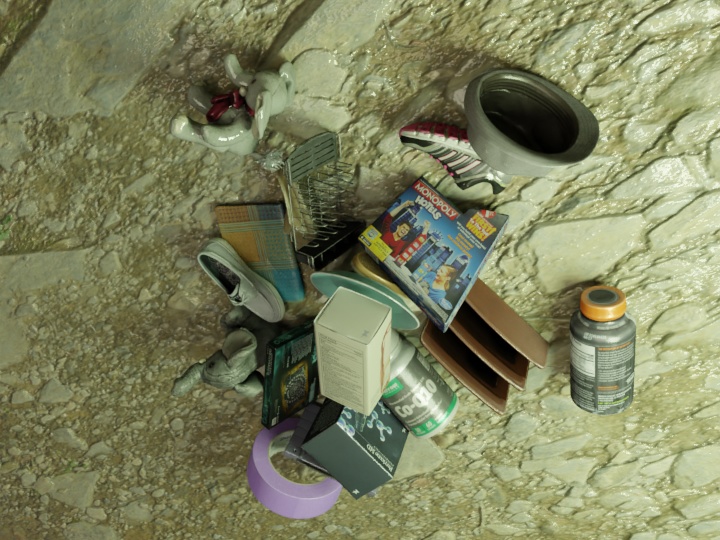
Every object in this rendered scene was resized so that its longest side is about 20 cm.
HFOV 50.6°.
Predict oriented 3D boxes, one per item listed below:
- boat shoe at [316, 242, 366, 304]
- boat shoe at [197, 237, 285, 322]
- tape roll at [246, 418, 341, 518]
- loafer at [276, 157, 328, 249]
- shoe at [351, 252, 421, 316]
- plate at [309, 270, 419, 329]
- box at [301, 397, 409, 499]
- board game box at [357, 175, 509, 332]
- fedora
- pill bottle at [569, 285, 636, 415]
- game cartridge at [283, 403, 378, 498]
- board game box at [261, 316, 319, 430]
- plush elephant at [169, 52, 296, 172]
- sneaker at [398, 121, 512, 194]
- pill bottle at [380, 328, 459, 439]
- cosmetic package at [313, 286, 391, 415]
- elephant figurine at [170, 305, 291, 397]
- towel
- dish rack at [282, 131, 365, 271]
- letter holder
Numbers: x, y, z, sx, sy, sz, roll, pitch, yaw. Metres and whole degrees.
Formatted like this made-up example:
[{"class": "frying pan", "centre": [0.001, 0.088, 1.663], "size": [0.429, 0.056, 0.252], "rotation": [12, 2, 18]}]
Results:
[{"class": "boat shoe", "centre": [0.000, 0.000, 1.342], "size": [0.059, 0.072, 0.200], "rotation": [33, 123, -19]}, {"class": "boat shoe", "centre": [-0.226, 0.030, 1.412], "size": [0.201, 0.072, 0.070], "rotation": [47, 123, -8]}, {"class": "tape roll", "centre": [-0.126, 0.395, 1.535], "size": [0.198, 0.201, 0.066], "rotation": [23, 124, 6]}, {"class": "loafer", "centre": [-0.106, -0.096, 1.319], "size": [0.066, 0.076, 0.202], "rotation": [-12, 114, 18]}, {"class": "shoe", "centre": [0.049, 0.032, 1.292], "size": [0.053, 0.070, 0.199], "rotation": [-45, 133, 17]}, {"class": "plate", "centre": [0.010, 0.043, 1.260], "size": [0.198, 0.026, 0.201], "rotation": [23, 163, 7]}, {"class": "box", "centre": [0.003, 0.292, 1.430], "size": [0.148, 0.201, 0.107], "rotation": [45, 124, -10]}, {"class": "board game box", "centre": [0.134, -0.045, 1.228], "size": [0.200, 0.200, 0.062], "rotation": [45, 171, 15]}, {"class": "fedora", "centre": [0.232, -0.197, 1.097], "size": [0.198, 0.178, 0.091], "rotation": [25, 145, 2]}, {"class": "pill bottle", "centre": [0.397, 0.127, 1.250], "size": [0.105, 0.107, 0.203], "rotation": [2, 120, 18]}, {"class": "game cartridge", "centre": [-0.040, 0.353, 1.524], "size": [0.197, 0.131, 0.039], "rotation": [23, 143, 5]}, {"class": "board game box", "centre": [-0.128, 0.197, 1.464], "size": [0.028, 0.134, 0.203], "rotation": [31, 128, 31]}, {"class": "plush elephant", "centre": [-0.182, -0.264, 1.201], "size": [0.198, 0.165, 0.156], "rotation": [29, 122, -8]}, {"class": "sneaker", "centre": [0.150, -0.171, 1.184], "size": [0.197, 0.074, 0.089], "rotation": [15, 117, 5]}, {"class": "pill bottle", "centre": [0.081, 0.202, 1.402], "size": [0.113, 0.113, 0.200], "rotation": [-34, 104, 32]}, {"class": "cosmetic package", "centre": [-0.010, 0.135, 1.251], "size": [0.102, 0.088, 0.202], "rotation": [23, 143, 18]}, {"class": "elephant figurine", "centre": [-0.235, 0.174, 1.440], "size": [0.141, 0.201, 0.155], "rotation": [43, 126, -16]}, {"class": "towel", "centre": [-0.186, -0.031, 1.419], "size": [0.144, 0.022, 0.203], "rotation": [0, 117, 20]}, {"class": "dish rack", "centre": [-0.060, -0.119, 1.249], "size": [0.054, 0.153, 0.203], "rotation": [13, 123, 30]}, {"class": "letter holder", "centre": [0.211, 0.125, 1.293], "size": [0.200, 0.143, 0.101], "rotation": [42, 124, -7]}]
